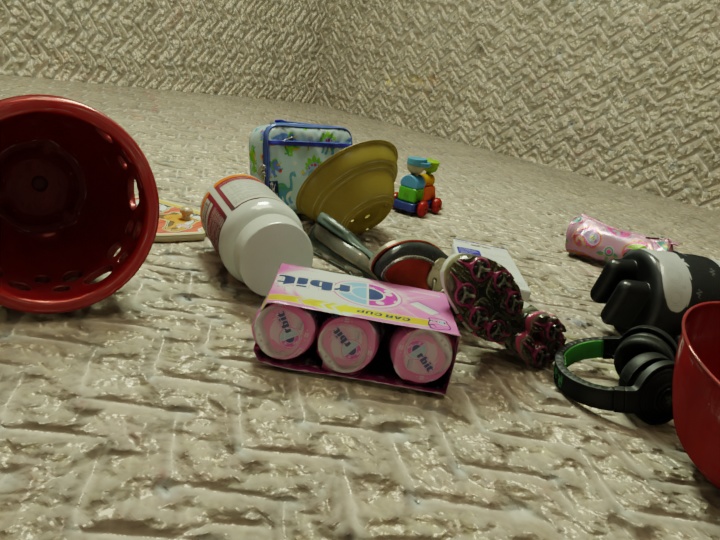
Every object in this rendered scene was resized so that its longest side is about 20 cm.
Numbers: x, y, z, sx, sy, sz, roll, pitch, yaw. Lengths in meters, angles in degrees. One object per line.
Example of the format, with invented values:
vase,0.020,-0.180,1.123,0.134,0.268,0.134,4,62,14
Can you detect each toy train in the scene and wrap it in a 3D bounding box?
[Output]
toy train,0.147,-0.192,1.364,0.083,0.118,0.199,21,21,27

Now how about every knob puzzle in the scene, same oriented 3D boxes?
knob puzzle,-0.315,-0.085,0.928,0.215,0.031,0.220,10,19,-3

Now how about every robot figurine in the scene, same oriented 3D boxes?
robot figurine,0.416,0.039,0.838,0.196,0.154,0.125,6,-10,-11

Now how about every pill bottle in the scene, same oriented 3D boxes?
pill bottle,-0.134,-0.047,0.793,0.107,0.112,0.200,1,22,-26

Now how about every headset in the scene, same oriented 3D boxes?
headset,0.305,0.121,0.653,0.196,0.096,0.124,0,19,17

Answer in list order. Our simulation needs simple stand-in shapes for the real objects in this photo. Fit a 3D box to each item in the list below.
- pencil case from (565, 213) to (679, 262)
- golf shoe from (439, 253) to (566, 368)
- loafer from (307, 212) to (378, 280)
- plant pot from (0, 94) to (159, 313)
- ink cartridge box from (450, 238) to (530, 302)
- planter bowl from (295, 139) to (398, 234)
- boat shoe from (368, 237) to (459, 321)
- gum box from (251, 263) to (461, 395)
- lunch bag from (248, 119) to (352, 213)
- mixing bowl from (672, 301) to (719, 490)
pencil case,0.494,-0.045,1.185,0.198,0.089,0.087,22,22,33
golf shoe,0.141,0.041,0.685,0.199,0.073,0.092,37,-4,-36
loafer,0.000,0.000,0.830,0.199,0.063,0.072,41,6,31
plant pot,-0.328,-0.076,0.642,0.197,0.205,0.181,-2,15,-34
ink cartridge box,0.189,0.004,0.942,0.097,0.040,0.200,11,20,1
planter bowl,-0.004,-0.120,1.050,0.198,0.201,0.084,-9,61,-45
boat shoe,0.088,0.019,0.732,0.198,0.071,0.063,22,35,-46
gum box,-0.007,0.055,0.633,0.196,0.067,0.114,10,17,-2
lunch bag,-0.103,-0.186,1.122,0.197,0.165,0.082,-5,8,-38
mixing bowl,0.346,0.129,0.525,0.196,0.110,0.201,11,31,-7
